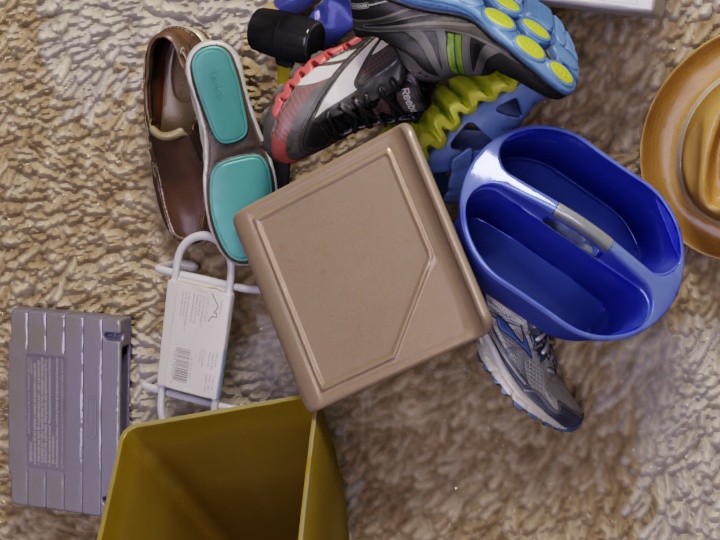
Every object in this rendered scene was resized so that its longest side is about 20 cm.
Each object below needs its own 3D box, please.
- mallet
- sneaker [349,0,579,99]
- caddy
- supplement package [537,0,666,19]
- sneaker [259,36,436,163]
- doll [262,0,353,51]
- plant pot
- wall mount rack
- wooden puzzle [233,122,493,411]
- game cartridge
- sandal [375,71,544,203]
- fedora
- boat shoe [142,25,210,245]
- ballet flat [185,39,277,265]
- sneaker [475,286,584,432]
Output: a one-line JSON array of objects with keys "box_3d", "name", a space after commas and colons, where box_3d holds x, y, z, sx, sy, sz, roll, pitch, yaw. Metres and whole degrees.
[{"box_3d": [-0.078, -0.139, 1.173, 0.065, 0.041, 0.202, 24, 124, 19], "name": "mallet"}, {"box_3d": [0.081, -0.184, 1.026, 0.198, 0.071, 0.083, 24, 135, 13], "name": "sneaker"}, {"box_3d": [0.168, -0.028, 1.067, 0.199, 0.105, 0.142, 33, 78, -3], "name": "caddy"}, {"box_3d": [0.156, -0.277, 1.066, 0.197, 0.117, 0.119, 10, 100, 15], "name": "supplement package"}, {"box_3d": [0.004, -0.153, 1.103, 0.200, 0.071, 0.098, -39, 54, -1], "name": "sneaker"}, {"box_3d": [-0.001, -0.284, 1.148, 0.200, 0.048, 0.137, -42, 87, 17], "name": "doll"}, {"box_3d": [-0.104, 0.256, 1.162, 0.197, 0.202, 0.177, -12, 135, 18], "name": "plant pot"}, {"box_3d": [-0.117, 0.066, 1.219, 0.172, 0.074, 0.203, 12, 100, 19], "name": "wall mount rack"}, {"box_3d": [0.000, 0.000, 1.097, 0.198, 0.037, 0.187, -26, 82, 27], "name": "wooden puzzle"}, {"box_3d": [-0.291, 0.140, 1.299, 0.128, 0.038, 0.203, 6, 99, 20], "name": "game cartridge"}, {"box_3d": [0.105, -0.130, 1.132, 0.199, 0.080, 0.087, -36, 122, 11], "name": "sandal"}, {"box_3d": [0.321, -0.101, 1.056, 0.198, 0.082, 0.204, 2, 98, 17], "name": "fedora"}, {"box_3d": [-0.173, -0.123, 1.206, 0.074, 0.075, 0.205, -3, 96, 17], "name": "boat shoe"}, {"box_3d": [-0.116, -0.108, 1.175, 0.068, 0.069, 0.203, -8, 100, 17], "name": "ballet flat"}, {"box_3d": [0.138, 0.050, 1.137, 0.085, 0.077, 0.201, -39, 86, 12], "name": "sneaker"}]
